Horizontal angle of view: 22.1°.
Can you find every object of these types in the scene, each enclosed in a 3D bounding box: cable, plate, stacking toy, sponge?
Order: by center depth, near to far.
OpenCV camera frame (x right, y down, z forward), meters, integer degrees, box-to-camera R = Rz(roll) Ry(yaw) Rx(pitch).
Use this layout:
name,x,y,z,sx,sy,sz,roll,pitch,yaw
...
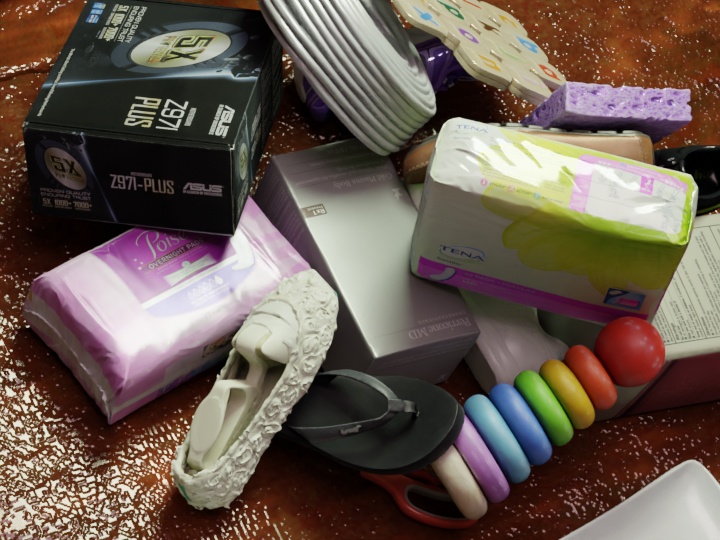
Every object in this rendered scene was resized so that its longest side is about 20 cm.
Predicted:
name,x,y,z,sx,sy,sz,roll,pitch,yaw
stacking toy,0.144,0.104,1.398,0.200,0.085,0.085,-31,70,-2
plate,0.249,0.268,1.423,0.200,0.032,0.200,-26,69,-31
cable,-0.010,-0.189,1.483,0.200,0.069,0.200,56,13,-2
sponge,0.186,-0.113,1.550,0.112,0.200,0.030,1,78,-17

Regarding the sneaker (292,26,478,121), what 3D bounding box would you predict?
name,x,y,z,sx,sy,sz,roll,pitch,yaw
sneaker,0.040,-0.165,1.624,0.200,0.081,0.083,-9,74,-14

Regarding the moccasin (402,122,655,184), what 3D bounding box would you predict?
name,x,y,z,sx,sy,sz,roll,pitch,yaw
moccasin,0.134,-0.074,1.476,0.201,0.074,0.078,4,80,-2

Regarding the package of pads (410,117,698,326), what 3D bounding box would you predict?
name,x,y,z,sx,sy,sz,roll,pitch,yaw
package of pads,0.142,-0.032,1.386,0.200,0.155,0.068,14,61,2

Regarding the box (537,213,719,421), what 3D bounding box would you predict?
name,x,y,z,sx,sy,sz,roll,pitch,yaw
box,0.263,0.037,1.532,0.200,0.109,0.128,-7,62,-23

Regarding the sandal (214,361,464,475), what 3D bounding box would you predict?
name,x,y,z,sx,sy,sz,roll,pitch,yaw
sandal,-0.022,0.104,1.377,0.200,0.043,0.076,8,65,21

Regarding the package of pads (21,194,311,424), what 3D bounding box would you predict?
name,x,y,z,sx,sy,sz,roll,pitch,yaw
package of pads,-0.147,0.021,1.421,0.200,0.076,0.121,-30,70,-33

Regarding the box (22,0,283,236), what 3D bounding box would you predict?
name,x,y,z,sx,sy,sz,roll,pitch,yaw
box,-0.158,-0.127,1.454,0.164,0.086,0.200,7,40,7

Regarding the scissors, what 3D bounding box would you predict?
name,x,y,z,sx,sy,sz,roll,pitch,yaw
scissors,0.000,0.151,1.425,0.200,0.014,0.073,14,55,-11

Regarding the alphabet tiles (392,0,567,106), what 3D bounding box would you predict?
name,x,y,z,sx,sy,sz,roll,pitch,yaw
alphabet tiles,0.085,-0.209,1.553,0.196,0.015,0.200,17,30,-40

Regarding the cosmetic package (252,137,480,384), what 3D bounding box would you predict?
name,x,y,z,sx,sy,sz,roll,pitch,yaw
cosmetic package,0.000,0.000,1.481,0.107,0.090,0.200,-15,61,-31

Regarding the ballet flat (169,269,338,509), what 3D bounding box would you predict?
name,x,y,z,sx,sy,sz,roll,pitch,yaw
ballet flat,-0.079,0.084,1.360,0.072,0.072,0.200,27,81,-1

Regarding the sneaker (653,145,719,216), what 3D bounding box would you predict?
name,x,y,z,sx,sy,sz,roll,pitch,yaw
sneaker,0.238,-0.074,1.529,0.200,0.083,0.072,-16,80,-22

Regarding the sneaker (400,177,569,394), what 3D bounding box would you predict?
name,x,y,z,sx,sy,sz,roll,pitch,yaw
sneaker,0.101,0.002,1.516,0.088,0.075,0.200,-24,78,-16
